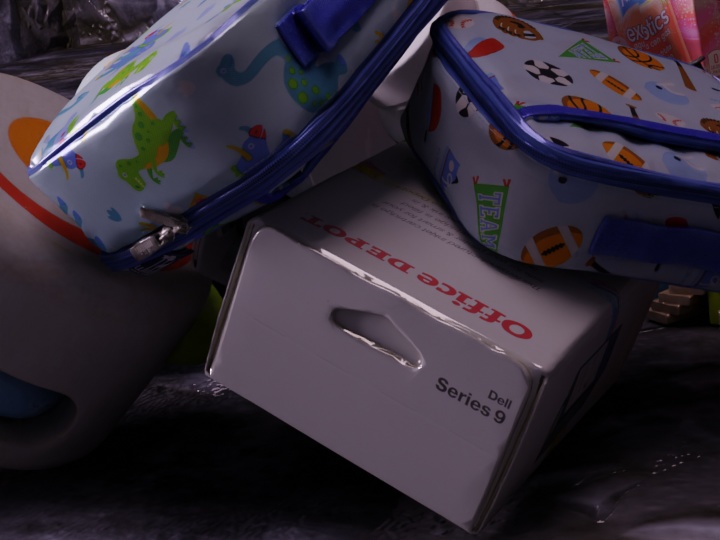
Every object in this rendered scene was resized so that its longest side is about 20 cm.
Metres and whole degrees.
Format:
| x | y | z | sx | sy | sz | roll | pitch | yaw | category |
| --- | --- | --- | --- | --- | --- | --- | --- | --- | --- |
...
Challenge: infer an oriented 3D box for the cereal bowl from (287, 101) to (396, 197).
| x | y | z | sx | sy | sz | roll | pitch | yaw | category |
| --- | --- | --- | --- | --- | --- | --- | --- | --- | --- |
| -0.015 | -0.099 | 1.082 | 0.083 | 0.203 | 0.199 | -7 | 12 | 36 | cereal bowl |

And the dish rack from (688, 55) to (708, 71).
| x | y | z | sx | sy | sz | roll | pitch | yaw | category |
| --- | --- | --- | --- | --- | --- | --- | --- | --- | --- |
| 0.124 | -0.045 | 0.930 | 0.199 | 0.055 | 0.153 | -33 | -2 | 1 | dish rack |

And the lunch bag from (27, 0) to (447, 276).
| x | y | z | sx | sy | sz | roll | pitch | yaw | category |
| --- | --- | --- | --- | --- | --- | --- | --- | --- | --- |
| -0.049 | -0.093 | 0.709 | 0.160 | 0.083 | 0.201 | -27 | 19 | 40 | lunch bag |

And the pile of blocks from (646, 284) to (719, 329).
| x | y | z | sx | sy | sz | roll | pitch | yaw | category |
| --- | --- | --- | --- | --- | --- | --- | --- | --- | --- |
| 0.191 | -0.012 | 0.909 | 0.081 | 0.063 | 0.199 | -15 | 15 | -25 | pile of blocks |

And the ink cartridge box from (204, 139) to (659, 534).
| x | y | z | sx | sy | sz | roll | pitch | yaw | category |
| --- | --- | --- | --- | --- | --- | --- | --- | --- | --- |
| 0.043 | 0.016 | 0.719 | 0.144 | 0.088 | 0.200 | 27 | 25 | 16 | ink cartridge box |

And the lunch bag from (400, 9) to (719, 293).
| x | y | z | sx | sy | sz | roll | pitch | yaw | category |
| --- | --- | --- | --- | --- | --- | --- | --- | --- | --- |
| 0.127 | -0.052 | 0.729 | 0.198 | 0.076 | 0.161 | 6 | 29 | -26 | lunch bag |

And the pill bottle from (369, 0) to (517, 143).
| x | y | z | sx | sy | sz | roll | pitch | yaw | category |
| --- | --- | --- | --- | --- | --- | --- | --- | --- | --- |
| 0.084 | -0.111 | 1.045 | 0.199 | 0.115 | 0.114 | 37 | -17 | -35 | pill bottle |

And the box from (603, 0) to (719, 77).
| x | y | z | sx | sy | sz | roll | pitch | yaw | category |
| --- | --- | --- | --- | --- | --- | --- | --- | --- | --- |
| 0.264 | -0.196 | 1.028 | 0.198 | 0.104 | 0.094 | -18 | 14 | -26 | box |

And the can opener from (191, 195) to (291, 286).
| x | y | z | sx | sy | sz | roll | pitch | yaw | category |
| --- | --- | --- | --- | --- | --- | --- | --- | --- | --- |
| -0.023 | 0.003 | 0.828 | 0.066 | 0.053 | 0.200 | 25 | -3 | 30 | can opener |

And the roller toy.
| x | y | z | sx | sy | sz | roll | pitch | yaw | category |
| --- | --- | --- | --- | --- | --- | --- | --- | --- | --- |
| -0.182 | 0.001 | 0.791 | 0.200 | 0.140 | 0.182 | 45 | 21 | 14 | roller toy |

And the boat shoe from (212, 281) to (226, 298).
| x | y | z | sx | sy | sz | roll | pitch | yaw | category |
| --- | --- | --- | --- | --- | --- | --- | --- | --- | --- |
| 0.000 | 0.000 | 0.974 | 0.199 | 0.085 | 0.069 | -30 | 20 | -15 | boat shoe |

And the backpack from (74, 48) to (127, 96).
| x | y | z | sx | sy | sz | roll | pitch | yaw | category |
| --- | --- | --- | --- | --- | --- | --- | --- | --- | --- |
| -0.114 | -0.093 | 1.171 | 0.198 | 0.178 | 0.153 | -8 | 14 | -20 | backpack |
